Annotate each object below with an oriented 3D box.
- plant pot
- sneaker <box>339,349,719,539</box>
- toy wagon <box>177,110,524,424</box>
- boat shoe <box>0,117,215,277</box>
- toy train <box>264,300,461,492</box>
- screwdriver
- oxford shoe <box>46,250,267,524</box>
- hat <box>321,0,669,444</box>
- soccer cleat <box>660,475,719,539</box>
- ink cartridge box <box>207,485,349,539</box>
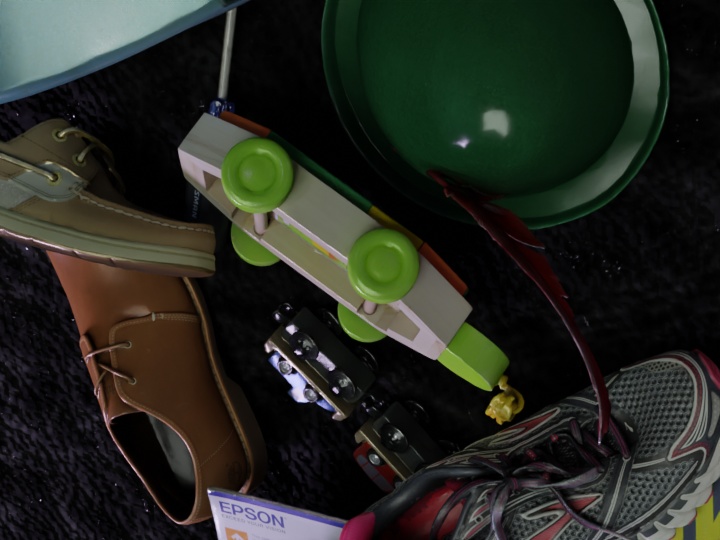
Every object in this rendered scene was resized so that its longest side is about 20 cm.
[{"bbox_3d":[-0.142,-0.159,0.858,0.198,0.141,0.143,-8,105,23],"label":"plant pot"},{"bbox_3d":[0.082,0.103,0.842,0.199,0.081,0.075,-35,141,9],"label":"sneaker"},{"bbox_3d":[0.000,0.000,0.872,0.199,0.155,0.040,35,81,3],"label":"toy wagon"},{"bbox_3d":[-0.162,-0.046,0.936,0.198,0.074,0.067,16,87,10],"label":"boat shoe"},{"bbox_3d":[0.022,0.095,0.965,0.200,0.034,0.046,47,135,-2],"label":"toy train"},{"bbox_3d":[-0.066,-0.101,0.918,0.029,0.028,0.202,49,135,51],"label":"screwdriver"},{"bbox_3d":[-0.120,0.042,0.981,0.071,0.071,0.201,-28,92,34],"label":"oxford shoe"},{"bbox_3d":[0.042,-0.062,0.795,0.198,0.176,0.167,13,118,18],"label":"hat"},{"bbox_3d":[0.162,0.135,0.859,0.064,0.084,0.201,32,100,-28],"label":"soccer cleat"},{"bbox_3d":[0.020,0.200,0.988,0.197,0.041,0.202,12,129,21],"label":"ink cartridge box"}]
